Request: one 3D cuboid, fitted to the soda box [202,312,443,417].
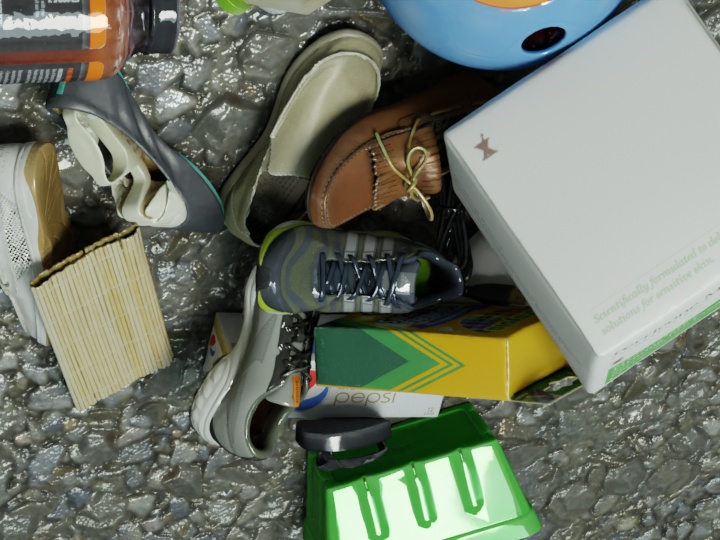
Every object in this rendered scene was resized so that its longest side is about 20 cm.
[{"bbox_3d":[-0.028,0.081,1.686,0.199,0.068,0.064,1,125,-20],"label":"soda box"}]

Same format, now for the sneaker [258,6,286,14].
[{"bbox_3d":[-0.061,-0.281,1.409,0.114,0.075,0.200,18,125,-18],"label":"sneaker"}]

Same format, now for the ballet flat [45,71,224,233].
[{"bbox_3d":[-0.175,-0.079,1.513,0.073,0.073,0.200,-31,127,5],"label":"ballet flat"}]

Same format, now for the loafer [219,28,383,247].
[{"bbox_3d":[-0.040,-0.095,1.552,0.075,0.068,0.200,18,117,-29],"label":"loafer"}]

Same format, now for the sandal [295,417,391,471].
[{"bbox_3d":[-0.007,0.146,1.673,0.076,0.200,0.043,0,87,9],"label":"sandal"}]

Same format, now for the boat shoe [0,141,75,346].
[{"bbox_3d":[-0.264,-0.024,1.535,0.069,0.071,0.201,8,134,7],"label":"boat shoe"}]

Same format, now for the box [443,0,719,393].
[{"bbox_3d":[0.194,-0.055,1.430,0.199,0.200,0.171,-33,166,-3],"label":"box"}]

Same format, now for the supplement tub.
[{"bbox_3d":[-0.230,-0.184,1.396,0.199,0.107,0.107,-3,126,-17],"label":"supplement tub"}]

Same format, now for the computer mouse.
[{"bbox_3d":[0.140,-0.042,1.564,0.199,0.141,0.046,2,173,26],"label":"computer mouse"}]

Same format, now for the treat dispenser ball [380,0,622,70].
[{"bbox_3d":[0.100,-0.243,1.408,0.200,0.201,0.202,-9,128,-12],"label":"treat dispenser ball"}]

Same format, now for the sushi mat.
[{"bbox_3d":[-0.202,0.041,1.578,0.095,0.012,0.200,-29,150,-14],"label":"sushi mat"}]

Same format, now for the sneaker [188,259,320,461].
[{"bbox_3d":[-0.060,0.058,1.570,0.074,0.079,0.201,13,104,-47],"label":"sneaker"}]

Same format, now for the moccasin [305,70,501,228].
[{"bbox_3d":[0.040,-0.086,1.533,0.201,0.078,0.074,-27,134,-36],"label":"moccasin"}]

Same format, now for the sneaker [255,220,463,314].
[{"bbox_3d":[0.000,0.000,1.517,0.199,0.081,0.074,-5,100,-47],"label":"sneaker"}]

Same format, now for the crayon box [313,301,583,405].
[{"bbox_3d":[0.080,0.060,1.552,0.126,0.199,0.052,-19,109,-60],"label":"crayon box"}]

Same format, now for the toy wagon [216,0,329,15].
[{"bbox_3d":[-0.080,-0.260,1.348,0.200,0.040,0.155,43,135,-22],"label":"toy wagon"}]

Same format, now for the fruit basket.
[{"bbox_3d":[0.053,0.240,1.795,0.214,0.156,0.217,-4,109,-12],"label":"fruit basket"}]

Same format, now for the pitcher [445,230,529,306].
[{"bbox_3d":[0.164,0.003,1.670,0.171,0.121,0.201,22,104,-33],"label":"pitcher"}]
